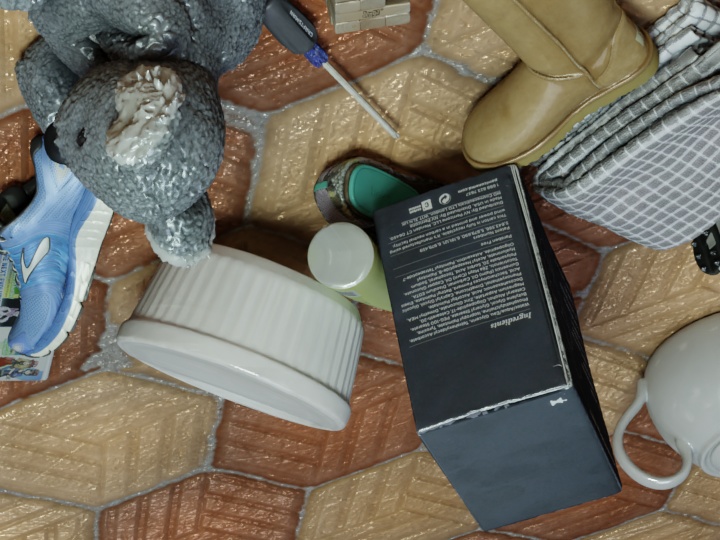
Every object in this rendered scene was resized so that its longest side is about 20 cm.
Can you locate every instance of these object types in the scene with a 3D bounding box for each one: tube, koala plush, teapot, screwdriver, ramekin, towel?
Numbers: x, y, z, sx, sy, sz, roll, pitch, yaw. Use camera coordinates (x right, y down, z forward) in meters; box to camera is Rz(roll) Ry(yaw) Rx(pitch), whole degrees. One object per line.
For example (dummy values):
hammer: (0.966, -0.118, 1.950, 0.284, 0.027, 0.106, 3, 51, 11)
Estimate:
tube: (0.000, 0.000, 1.354, 0.052, 0.058, 0.200, -9, 170, 8)
koala plush: (-0.137, -0.116, 1.088, 0.183, 0.201, 0.178, -11, 146, -3)
teapot: (0.375, 0.139, 1.672, 0.197, 0.147, 0.200, 21, 135, -39)
screwdriver: (-0.019, -0.141, 1.237, 0.028, 0.029, 0.200, -25, 139, 19)
ramekin: (-0.089, 0.050, 1.373, 0.201, 0.095, 0.202, 19, 167, 5)
towel: (0.250, -0.104, 1.335, 0.165, 0.086, 0.200, 20, 134, -40)

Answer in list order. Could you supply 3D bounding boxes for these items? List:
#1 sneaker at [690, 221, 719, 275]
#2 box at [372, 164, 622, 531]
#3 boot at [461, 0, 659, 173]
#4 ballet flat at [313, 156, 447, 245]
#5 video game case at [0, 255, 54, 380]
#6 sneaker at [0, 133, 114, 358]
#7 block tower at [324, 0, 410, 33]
sneaker: (0.363, -0.064, 1.451, 0.090, 0.067, 0.200, -1, 148, -21)
box: (0.107, 0.063, 1.311, 0.123, 0.197, 0.200, -19, 146, 9)
boot: (0.105, -0.171, 1.217, 0.175, 0.066, 0.200, -35, 141, 14)
ballet flat: (0.038, -0.042, 1.385, 0.200, 0.072, 0.072, 22, 133, -40)
video game case: (-0.333, 0.029, 1.393, 0.181, 0.022, 0.200, 1, 143, -19)
sneaker: (-0.242, -0.023, 1.295, 0.089, 0.079, 0.201, 15, 120, -12)
block tower: (0.004, -0.236, 1.093, 0.057, 0.054, 0.200, -10, 146, -5)
